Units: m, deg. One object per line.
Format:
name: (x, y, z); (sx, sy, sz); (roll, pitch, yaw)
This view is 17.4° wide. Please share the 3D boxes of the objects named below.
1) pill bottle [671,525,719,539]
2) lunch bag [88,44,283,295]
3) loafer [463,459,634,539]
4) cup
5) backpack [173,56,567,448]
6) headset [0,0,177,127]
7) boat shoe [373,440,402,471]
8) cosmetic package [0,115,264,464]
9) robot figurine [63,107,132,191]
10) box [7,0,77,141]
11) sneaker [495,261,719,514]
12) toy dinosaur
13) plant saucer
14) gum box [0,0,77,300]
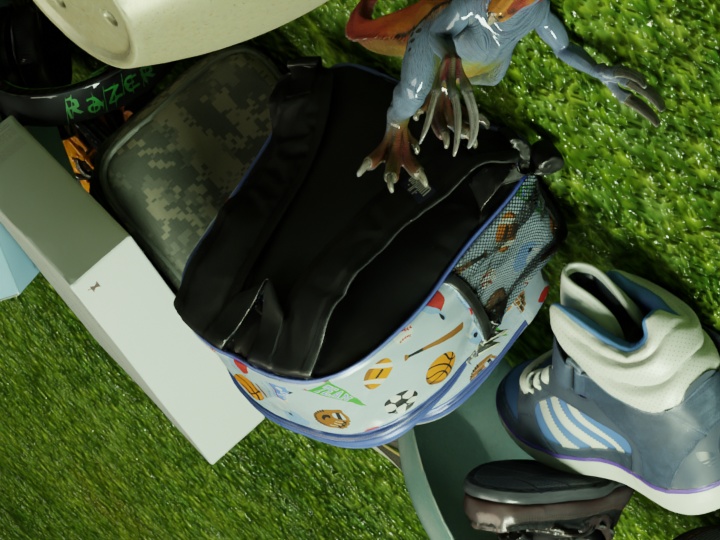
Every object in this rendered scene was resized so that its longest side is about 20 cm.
pill bottle: (0.231, 0.204, 1.375); (0.106, 0.106, 0.200); (49, 161, -13)
lunch bag: (-0.071, -0.035, 1.473); (0.200, 0.139, 0.168); (49, 177, -10)
loafer: (0.118, 0.145, 1.397); (0.072, 0.063, 0.200); (10, -174, 26)
cup: (-0.101, -0.188, 1.198); (0.200, 0.143, 0.201); (38, 159, 17)
backpack: (0.000, 0.000, 1.301); (0.200, 0.191, 0.154); (25, 153, 42)
headset: (-0.189, -0.162, 1.477); (0.200, 0.123, 0.094); (48, 162, 56)
boat shoe: (0.048, 0.110, 1.604); (0.201, 0.072, 0.061); (30, 160, 42)
cosmetic package: (-0.152, 0.014, 1.442); (0.151, 0.052, 0.200); (45, 171, 41)
robot figurine: (-0.158, -0.054, 1.708); (0.200, 0.058, 0.145); (51, 160, -18)
box: (-0.275, -0.180, 1.672); (0.200, 0.021, 0.164); (17, 126, 56)
sneaker: (0.131, 0.045, 1.315); (0.200, 0.080, 0.147); (24, 144, 53)
toy dinosaur: (0.046, -0.119, 1.137); (0.200, 0.105, 0.182); (49, 144, 25)
plant saucer: (0.071, 0.130, 1.444); (0.039, 0.201, 0.201); (-24, 116, 26)
gum box: (-0.249, -0.097, 1.521); (0.170, 0.044, 0.201); (-63, -45, -69)
